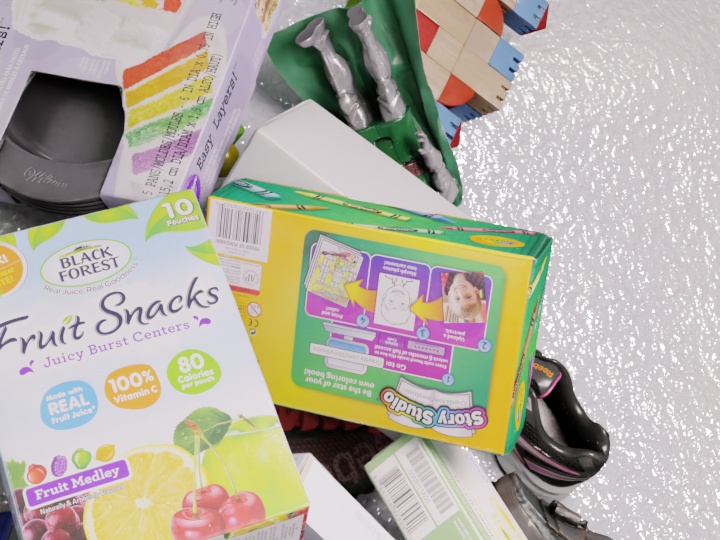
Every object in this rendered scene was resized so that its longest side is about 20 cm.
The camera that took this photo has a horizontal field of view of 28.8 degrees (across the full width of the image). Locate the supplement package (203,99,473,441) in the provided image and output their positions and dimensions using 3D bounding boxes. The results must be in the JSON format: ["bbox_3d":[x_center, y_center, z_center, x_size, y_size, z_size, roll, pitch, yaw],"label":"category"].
[{"bbox_3d":[0.000,0.000,0.914,0.199,0.117,0.117,37,24,3],"label":"supplement package"}]

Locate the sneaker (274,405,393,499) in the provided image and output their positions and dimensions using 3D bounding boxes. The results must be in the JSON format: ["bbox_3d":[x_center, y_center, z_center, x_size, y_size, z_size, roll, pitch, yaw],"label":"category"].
[{"bbox_3d":[-0.024,0.127,0.931,0.198,0.070,0.099,13,85,-34],"label":"sneaker"}]

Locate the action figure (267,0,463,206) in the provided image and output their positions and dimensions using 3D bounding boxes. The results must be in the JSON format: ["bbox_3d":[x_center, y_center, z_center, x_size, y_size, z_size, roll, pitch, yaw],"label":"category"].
[{"bbox_3d":[0.020,-0.094,1.001,0.201,0.117,0.055,62,28,-31],"label":"action figure"}]

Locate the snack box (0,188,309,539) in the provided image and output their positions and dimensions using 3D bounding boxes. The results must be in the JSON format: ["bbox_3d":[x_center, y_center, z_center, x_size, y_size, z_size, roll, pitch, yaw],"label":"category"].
[{"bbox_3d":[-0.125,0.065,0.739,0.140,0.053,0.202,-14,61,-17],"label":"snack box"}]

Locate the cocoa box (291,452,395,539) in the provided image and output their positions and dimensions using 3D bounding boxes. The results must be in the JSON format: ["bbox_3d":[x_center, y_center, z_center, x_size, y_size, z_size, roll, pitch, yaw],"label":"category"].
[{"bbox_3d":[-0.039,0.221,0.815,0.200,0.132,0.132,48,51,-27],"label":"cocoa box"}]

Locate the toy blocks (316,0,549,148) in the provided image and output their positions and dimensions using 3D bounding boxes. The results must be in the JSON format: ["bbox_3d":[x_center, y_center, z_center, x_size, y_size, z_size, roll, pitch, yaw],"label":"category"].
[{"bbox_3d":[0.061,-0.170,1.071,0.136,0.100,0.202,33,71,-21],"label":"toy blocks"}]

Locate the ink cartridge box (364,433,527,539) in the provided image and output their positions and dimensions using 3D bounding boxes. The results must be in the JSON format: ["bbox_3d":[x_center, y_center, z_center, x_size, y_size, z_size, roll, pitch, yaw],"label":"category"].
[{"bbox_3d":[0.089,0.184,0.881,0.146,0.048,0.200,57,13,27],"label":"ink cartridge box"}]

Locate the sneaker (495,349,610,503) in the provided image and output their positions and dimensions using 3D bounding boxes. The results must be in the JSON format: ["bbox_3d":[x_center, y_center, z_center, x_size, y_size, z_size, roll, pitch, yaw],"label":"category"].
[{"bbox_3d":[0.105,0.073,1.001,0.200,0.086,0.081,42,58,-6],"label":"sneaker"}]

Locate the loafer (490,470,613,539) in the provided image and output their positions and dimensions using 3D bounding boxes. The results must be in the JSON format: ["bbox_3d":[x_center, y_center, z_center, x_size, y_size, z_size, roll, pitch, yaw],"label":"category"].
[{"bbox_3d":[0.167,0.213,0.983,0.063,0.072,0.201,-36,98,12],"label":"loafer"}]

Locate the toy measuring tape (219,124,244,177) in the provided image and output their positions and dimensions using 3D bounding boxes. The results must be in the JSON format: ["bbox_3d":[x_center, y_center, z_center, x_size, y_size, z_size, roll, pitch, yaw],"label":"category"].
[{"bbox_3d":[-0.151,-0.143,0.963,0.073,0.074,0.201,-33,81,-31],"label":"toy measuring tape"}]

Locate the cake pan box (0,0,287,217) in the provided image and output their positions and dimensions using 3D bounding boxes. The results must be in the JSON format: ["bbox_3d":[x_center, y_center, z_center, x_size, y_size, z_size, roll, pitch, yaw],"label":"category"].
[{"bbox_3d":[-0.163,-0.124,0.902,0.182,0.052,0.202,12,68,19],"label":"cake pan box"}]

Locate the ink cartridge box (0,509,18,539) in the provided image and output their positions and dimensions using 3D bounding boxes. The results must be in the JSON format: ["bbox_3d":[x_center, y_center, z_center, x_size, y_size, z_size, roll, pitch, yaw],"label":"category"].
[{"bbox_3d":[-0.198,0.250,0.816,0.198,0.047,0.200,26,63,-17],"label":"ink cartridge box"}]

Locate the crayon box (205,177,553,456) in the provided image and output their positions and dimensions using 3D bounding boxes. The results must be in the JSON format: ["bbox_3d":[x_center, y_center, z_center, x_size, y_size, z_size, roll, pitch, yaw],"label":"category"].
[{"bbox_3d":[0.005,0.025,0.824,0.197,0.058,0.120,11,108,13],"label":"crayon box"}]
